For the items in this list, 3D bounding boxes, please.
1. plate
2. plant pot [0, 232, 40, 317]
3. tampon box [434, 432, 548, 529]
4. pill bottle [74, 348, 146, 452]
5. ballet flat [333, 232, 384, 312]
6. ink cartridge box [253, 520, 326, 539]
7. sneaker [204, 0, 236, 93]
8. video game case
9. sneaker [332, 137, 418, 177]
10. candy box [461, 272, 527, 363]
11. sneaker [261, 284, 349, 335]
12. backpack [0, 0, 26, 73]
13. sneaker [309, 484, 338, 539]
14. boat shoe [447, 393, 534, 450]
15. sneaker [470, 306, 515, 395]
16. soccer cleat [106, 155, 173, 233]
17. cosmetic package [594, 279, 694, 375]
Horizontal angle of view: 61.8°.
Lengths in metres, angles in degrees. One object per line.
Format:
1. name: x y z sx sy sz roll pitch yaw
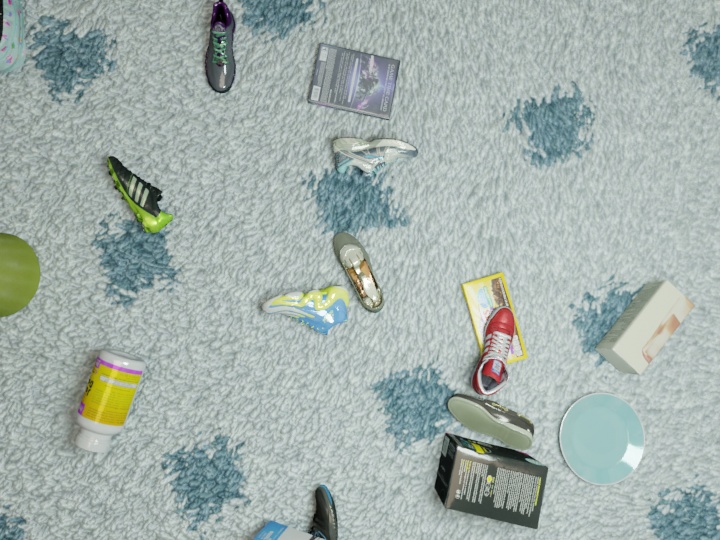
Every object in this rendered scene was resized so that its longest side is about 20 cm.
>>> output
1. plate: 0.542 0.378 1.357 0.195 0.026 0.205 0 85 -2
2. plant pot: -0.812 0.000 1.259 0.183 0.200 0.192 0 84 -2
3. tampon box: 0.274 0.442 1.279 0.196 0.150 0.129 13 85 -1
4. pill bottle: -0.541 0.278 1.289 0.102 0.104 0.204 18 84 0
5. ballet flat: 0.000 0.000 1.355 0.066 0.064 0.203 -27 86 -4
6. ink cartridge box: -0.126 0.629 1.238 0.196 0.084 0.148 11 99 18
7. sneaker: -0.327 -0.517 1.380 0.073 0.088 0.205 0 84 -2
8. video game case: -0.014 -0.446 1.419 0.196 0.019 0.146 12 85 -2
9. sneaker: 0.034 -0.258 1.385 0.195 0.078 0.088 1 96 5
10. candy box: 0.305 0.115 1.373 0.100 0.026 0.204 -16 85 0
11. sneaker: -0.117 0.097 1.336 0.196 0.076 0.107 -10 86 -4
12. backpack: -0.833 -0.553 1.348 0.163 0.127 0.205 -9 86 9
13. sneaker: -0.085 0.569 1.293 0.080 0.073 0.205 -7 84 -1
14. boat shoe: 0.290 0.326 1.338 0.198 0.061 0.073 27 129 9
15. sneaker: 0.295 0.176 1.298 0.070 0.112 0.204 18 87 4
16. soccer cleat: -0.500 -0.178 1.361 0.080 0.067 0.202 -33 87 -22
17. cosmetic package: 0.634 0.128 1.346 0.087 0.103 0.201 41 86 3
